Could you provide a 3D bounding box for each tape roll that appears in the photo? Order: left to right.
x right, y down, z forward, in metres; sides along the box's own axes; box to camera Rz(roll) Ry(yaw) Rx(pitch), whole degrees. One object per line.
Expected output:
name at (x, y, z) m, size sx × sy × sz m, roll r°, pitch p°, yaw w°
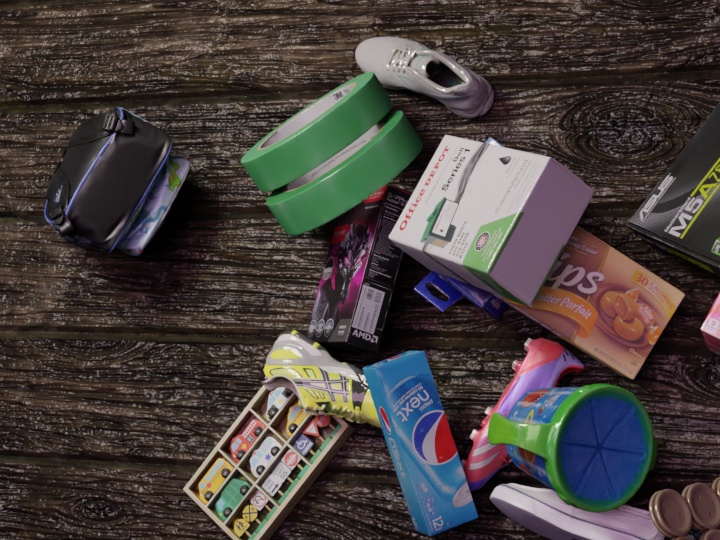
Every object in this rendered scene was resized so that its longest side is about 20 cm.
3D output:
tape roll at (-0.055, -0.172, 1.739) m, size 0.200 × 0.201 × 0.048 m, roll -32°, pitch 104°, yaw 10°
tape roll at (-0.020, -0.119, 1.706) m, size 0.200 × 0.201 × 0.048 m, roll -32°, pitch 102°, yaw 9°

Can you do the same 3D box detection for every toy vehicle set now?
toy vehicle set at (-0.114, 0.233, 1.730) m, size 0.124 × 0.027 × 0.200 m, roll 38°, pitch 90°, yaw 26°

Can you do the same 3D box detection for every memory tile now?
memory tile at (0.384, 0.289, 1.448) m, size 0.017 × 0.199 × 0.154 m, roll -38°, pitch 62°, yaw 48°

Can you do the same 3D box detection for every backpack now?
backpack at (-0.325, -0.108, 1.835) m, size 0.184 × 0.147 × 0.200 m, roll -62°, pitch 24°, yaw -7°

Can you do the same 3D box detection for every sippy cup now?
sippy cup at (0.229, 0.185, 1.533) m, size 0.140 × 0.178 × 0.130 m, roll -47°, pitch 22°, yaw -16°

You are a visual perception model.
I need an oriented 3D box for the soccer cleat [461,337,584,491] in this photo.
soccer cleat at (0.183, 0.173, 1.618) m, size 0.076 × 0.067 × 0.201 m, roll 28°, pitch 86°, yaw 14°

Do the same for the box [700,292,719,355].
box at (0.483, 0.075, 1.513) m, size 0.199 × 0.095 × 0.103 m, roll 28°, pitch 84°, yaw 25°

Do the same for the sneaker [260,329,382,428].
sneaker at (-0.030, 0.151, 1.685) m, size 0.199 × 0.076 × 0.077 m, roll 28°, pitch 70°, yaw 22°

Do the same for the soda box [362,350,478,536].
soda box at (0.068, 0.196, 1.602) m, size 0.064 × 0.068 × 0.201 m, roll -19°, pitch 91°, yaw -14°

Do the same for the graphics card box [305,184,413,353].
graphics card box at (0.000, 0.000, 1.709) m, size 0.125 × 0.051 × 0.201 m, roll -5°, pitch 68°, yaw 63°

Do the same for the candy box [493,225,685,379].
candy box at (0.252, 0.023, 1.596) m, size 0.199 × 0.055 × 0.116 m, roll 32°, pitch 88°, yaw 2°

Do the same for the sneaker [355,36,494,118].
sneaker at (0.075, -0.259, 1.777) m, size 0.199 × 0.080 × 0.071 m, roll 24°, pitch 85°, yaw 26°

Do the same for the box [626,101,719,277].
box at (0.415, -0.096, 1.560) m, size 0.200 × 0.047 × 0.193 m, roll -52°, pitch 28°, yaw 0°

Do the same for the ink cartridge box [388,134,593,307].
ink cartridge box at (0.140, -0.060, 1.558) m, size 0.200 × 0.084 × 0.147 m, roll 20°, pitch 79°, yaw 56°

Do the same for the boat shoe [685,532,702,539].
boat shoe at (0.326, 0.366, 1.487) m, size 0.074 × 0.093 × 0.201 m, roll 24°, pitch 84°, yaw 25°

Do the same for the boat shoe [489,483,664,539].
boat shoe at (0.245, 0.271, 1.567) m, size 0.199 × 0.074 × 0.066 m, roll 19°, pitch 66°, yaw 21°

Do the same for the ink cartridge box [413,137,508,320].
ink cartridge box at (0.150, -0.037, 1.685) m, size 0.136 × 0.076 × 0.200 m, roll 39°, pitch 92°, yaw 26°
